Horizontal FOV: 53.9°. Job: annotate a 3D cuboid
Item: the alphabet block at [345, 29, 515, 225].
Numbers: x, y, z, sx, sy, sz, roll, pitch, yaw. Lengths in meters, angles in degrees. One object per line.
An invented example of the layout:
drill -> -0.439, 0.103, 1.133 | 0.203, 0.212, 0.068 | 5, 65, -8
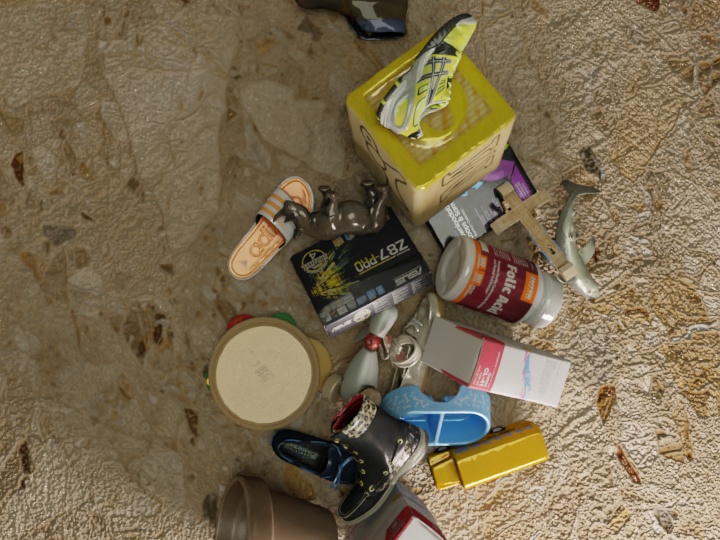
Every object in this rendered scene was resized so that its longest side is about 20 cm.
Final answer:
alphabet block -> 0.109, -0.221, 1.145 | 0.196, 0.200, 0.196 | -38, 79, -5

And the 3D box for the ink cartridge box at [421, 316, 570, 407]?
ink cartridge box -> 0.223, 0.151, 1.175 | 0.198, 0.147, 0.087 | 19, 91, -29

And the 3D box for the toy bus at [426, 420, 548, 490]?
toy bus -> 0.220, 0.328, 1.243 | 0.198, 0.078, 0.066 | -18, 92, -5

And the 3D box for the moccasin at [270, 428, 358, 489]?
moccasin -> -0.061, 0.334, 1.220 | 0.198, 0.068, 0.081 | 15, 89, -8

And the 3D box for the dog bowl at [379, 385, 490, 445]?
dog bowl -> 0.132, 0.254, 1.219 | 0.197, 0.050, 0.112 | 1, 129, -6

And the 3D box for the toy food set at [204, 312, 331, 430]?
toy food set -> -0.165, 0.172, 1.219 | 0.197, 0.049, 0.201 | 38, 87, -5

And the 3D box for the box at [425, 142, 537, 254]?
box -> 0.200, -0.135, 1.257 | 0.199, 0.036, 0.144 | -32, 93, -2

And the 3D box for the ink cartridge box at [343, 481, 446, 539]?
ink cartridge box -> 0.052, 0.445, 1.160 | 0.085, 0.200, 0.148 | 38, 87, -5

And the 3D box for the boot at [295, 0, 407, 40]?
boot -> -0.011, -0.444, 1.213 | 0.197, 0.075, 0.098 | -9, 89, -7

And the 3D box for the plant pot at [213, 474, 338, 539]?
plant pot -> -0.136, 0.449, 1.172 | 0.173, 0.200, 0.203 | 12, 90, -25

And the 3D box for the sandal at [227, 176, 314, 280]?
sandal -> -0.150, -0.068, 1.211 | 0.079, 0.059, 0.208 | 37, 87, -5

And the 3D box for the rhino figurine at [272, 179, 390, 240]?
rhino figurine -> -0.047, -0.093, 1.174 | 0.197, 0.060, 0.088 | -7, 115, -4

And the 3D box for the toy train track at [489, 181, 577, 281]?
toy train track -> 0.296, -0.071, 1.195 | 0.114, 0.033, 0.201 | -34, 71, 1

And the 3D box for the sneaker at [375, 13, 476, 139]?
sneaker -> 0.108, -0.278, 1.025 | 0.076, 0.075, 0.201 | 38, 93, 4

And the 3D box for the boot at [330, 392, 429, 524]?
boot -> -0.003, 0.305, 1.157 | 0.153, 0.074, 0.204 | 38, 97, -25

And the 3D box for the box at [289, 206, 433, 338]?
box -> 0.000, 0.000, 1.193 | 0.198, 0.049, 0.162 | -26, 57, -4

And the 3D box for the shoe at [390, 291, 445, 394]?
shoe -> 0.098, 0.134, 1.230 | 0.053, 0.070, 0.203 | 13, 92, -25

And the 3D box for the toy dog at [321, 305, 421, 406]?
toy dog -> 0.023, 0.158, 1.214 | 0.200, 0.096, 0.132 | -48, 65, 12

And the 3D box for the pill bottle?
pill bottle -> 0.239, 0.024, 1.214 | 0.198, 0.114, 0.115 | 19, 89, -18

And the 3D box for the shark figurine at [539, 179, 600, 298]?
shark figurine -> 0.354, -0.052, 1.247 | 0.127, 0.089, 0.217 | -8, 92, -34
